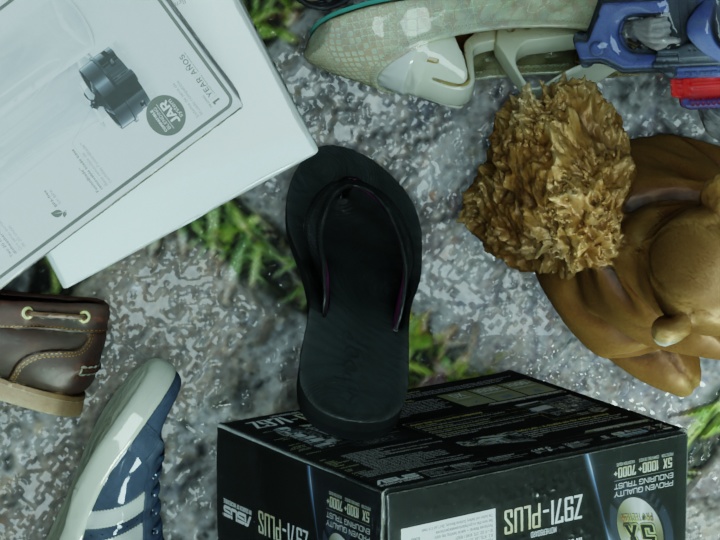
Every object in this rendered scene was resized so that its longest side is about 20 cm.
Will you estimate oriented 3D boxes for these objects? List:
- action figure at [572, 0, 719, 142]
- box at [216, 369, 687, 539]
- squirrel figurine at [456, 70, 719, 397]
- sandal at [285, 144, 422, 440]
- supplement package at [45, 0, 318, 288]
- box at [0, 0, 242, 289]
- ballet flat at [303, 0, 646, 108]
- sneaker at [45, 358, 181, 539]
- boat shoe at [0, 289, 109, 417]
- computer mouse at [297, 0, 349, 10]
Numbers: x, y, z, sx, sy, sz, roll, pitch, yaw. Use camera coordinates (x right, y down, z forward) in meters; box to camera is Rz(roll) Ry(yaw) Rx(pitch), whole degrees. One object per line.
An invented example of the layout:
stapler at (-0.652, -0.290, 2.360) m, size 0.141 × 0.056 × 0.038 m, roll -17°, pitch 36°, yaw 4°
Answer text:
action figure at (0.223, -0.157, 1.510) m, size 0.199 × 0.105 × 0.195 m, roll 8°, pitch 97°, yaw 21°
box at (0.048, 0.123, 1.504) m, size 0.199 × 0.163 × 0.087 m, roll -9°, pitch 105°, yaw -33°
squirrel figurine at (0.147, -0.015, 1.521) m, size 0.199 × 0.187 × 0.142 m, roll 27°, pitch 95°, yaw -9°
sandal at (0.001, 0.001, 1.513) m, size 0.075 × 0.201 × 0.048 m, roll 5°, pitch 137°, yaw -10°
supplement package at (-0.138, -0.122, 1.490) m, size 0.151 × 0.151 × 0.201 m, roll -28°, pitch 100°, yaw -1°
box at (-0.170, -0.070, 1.388) m, size 0.200 × 0.060 × 0.117 m, roll -38°, pitch 100°, yaw 2°
ballet flat at (0.070, -0.122, 1.553) m, size 0.199 × 0.068 × 0.063 m, roll -10°, pitch 63°, yaw -6°
sneaker at (-0.127, 0.147, 1.572) m, size 0.084 × 0.075 × 0.201 m, roll 24°, pitch 105°, yaw -7°
boat shoe at (-0.235, 0.020, 1.542) m, size 0.199 × 0.070 × 0.071 m, roll 15°, pitch 103°, yaw -17°
computer mouse at (-0.030, -0.244, 1.545) m, size 0.140 × 0.046 × 0.200 m, roll -35°, pitch 96°, yaw 20°
